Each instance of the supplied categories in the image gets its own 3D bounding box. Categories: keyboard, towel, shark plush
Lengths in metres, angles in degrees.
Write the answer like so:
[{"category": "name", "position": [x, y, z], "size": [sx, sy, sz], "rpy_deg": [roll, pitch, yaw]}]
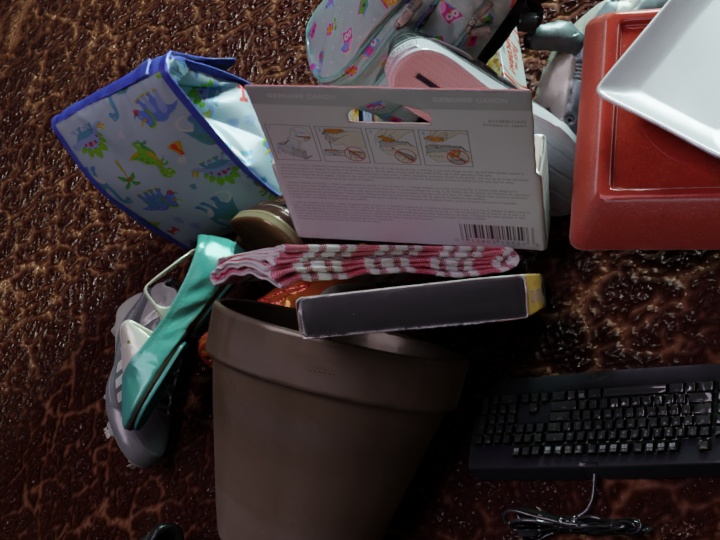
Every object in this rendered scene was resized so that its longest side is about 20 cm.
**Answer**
[{"category": "keyboard", "position": [0.160, 0.128, 0.739], "size": [0.200, 0.021, 0.127], "rpy_deg": [-11, 59, 39]}, {"category": "towel", "position": [0.000, 0.000, 0.817], "size": [0.146, 0.199, 0.030], "rpy_deg": [174, 95, -65]}, {"category": "shark plush", "position": [0.223, -0.177, 0.859], "size": [0.200, 0.091, 0.083], "rpy_deg": [-30, 66, -1]}]

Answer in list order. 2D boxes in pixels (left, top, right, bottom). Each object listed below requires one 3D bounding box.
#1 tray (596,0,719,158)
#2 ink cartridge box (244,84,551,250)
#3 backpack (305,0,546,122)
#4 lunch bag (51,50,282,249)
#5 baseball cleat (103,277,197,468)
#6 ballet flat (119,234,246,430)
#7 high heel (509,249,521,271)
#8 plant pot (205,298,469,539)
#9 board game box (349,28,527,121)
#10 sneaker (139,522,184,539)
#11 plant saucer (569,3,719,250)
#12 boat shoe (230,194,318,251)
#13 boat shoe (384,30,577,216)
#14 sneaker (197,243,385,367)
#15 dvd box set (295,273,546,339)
[{"category": "tray", "position": [0.262, -0.167, 0.731], "size": [0.107, 0.022, 0.200], "rpy_deg": [35, 80, 29]}, {"category": "ink cartridge box", "position": [0.033, -0.084, 0.773], "size": [0.199, 0.174, 0.044], "rpy_deg": [4, 55, 15]}, {"category": "backpack", "position": [0.048, -0.215, 0.877], "size": [0.200, 0.126, 0.167], "rpy_deg": [-48, 29, 34]}, {"category": "lunch bag", "position": [-0.176, -0.126, 1.059], "size": [0.170, 0.200, 0.128], "rpy_deg": [-19, 55, 34]}, {"category": "baseball cleat", "position": [-0.199, 0.090, 1.047], "size": [0.106, 0.070, 0.200], "rpy_deg": [-33, 49, 23]}, {"category": "ballet flat", "position": [-0.181, 0.050, 0.995], "size": [0.200, 0.070, 0.067], "rpy_deg": [-58, -1, -16]}, {"category": "high heel", "position": [0.047, -0.034, 0.904], "size": [0.200, 0.067, 0.096], "rpy_deg": [-13, 61, 40]}, {"category": "plant pot", "position": [-0.032, 0.127, 0.808], "size": [0.200, 0.200, 0.174], "rpy_deg": [13, 91, 45]}, {"category": "board game box", "position": [0.053, -0.154, 0.981], "size": [0.200, 0.046, 0.152], "rpy_deg": [-24, 52, 30]}, {"category": "sneaker", "position": [-0.154, 0.291, 0.879], "size": [0.083, 0.071, 0.200], "rpy_deg": [-58, 37, 25]}, {"category": "plant saucer", "position": [0.249, -0.111, 0.741], "size": [0.199, 0.037, 0.200], "rpy_deg": [1, 65, 19]}, {"category": "boat shoe", "position": [-0.066, -0.042, 0.956], "size": [0.072, 0.072, 0.200], "rpy_deg": [-51, 1, -8]}, {"category": "boat shoe", "position": [0.103, -0.120, 0.818], "size": [0.072, 0.200, 0.071], "rpy_deg": [-41, 27, 25]}, {"category": "sneaker", "position": [-0.059, 0.041, 0.964], "size": [0.200, 0.073, 0.077], "rpy_deg": [-23, 35, 23]}, {"category": "dvd box set", "position": [0.052, 0.023, 0.748], "size": [0.146, 0.200, 0.029], "rpy_deg": [-6, 89, 12]}]
